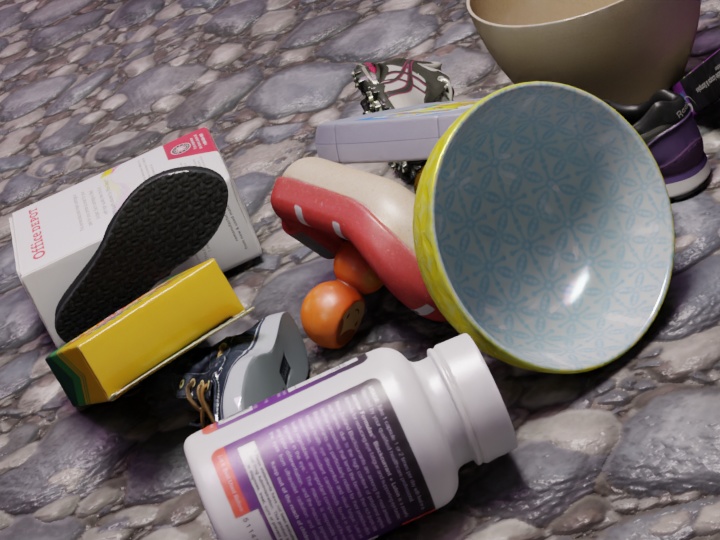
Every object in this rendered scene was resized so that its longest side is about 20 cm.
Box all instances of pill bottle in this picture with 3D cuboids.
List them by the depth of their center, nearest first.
[{"bbox_3d":[-0.004,0.119,1.191,0.199,0.112,0.112,-24,28,-3],"label":"pill bottle"}]

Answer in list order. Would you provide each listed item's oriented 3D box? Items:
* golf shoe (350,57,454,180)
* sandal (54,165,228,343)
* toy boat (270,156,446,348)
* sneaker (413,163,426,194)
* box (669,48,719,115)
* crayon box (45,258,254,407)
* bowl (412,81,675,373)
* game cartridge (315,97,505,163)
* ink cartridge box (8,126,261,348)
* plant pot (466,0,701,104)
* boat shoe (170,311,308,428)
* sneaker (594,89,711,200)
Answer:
[{"bbox_3d":[0.049,-0.149,1.656,0.087,0.078,0.200,-16,28,-3],"label":"golf shoe"},{"bbox_3d":[-0.187,-0.019,1.530,0.200,0.075,0.048,-46,24,19],"label":"sandal"},{"bbox_3d":[0.000,0.000,1.415,0.199,0.130,0.131,21,80,53],"label":"toy boat"},{"bbox_3d":[0.130,-0.055,1.399,0.199,0.079,0.082,2,7,34],"label":"sneaker"},{"bbox_3d":[0.335,-0.183,1.444,0.142,0.036,0.200,-28,-2,-10],"label":"box"},{"bbox_3d":[-0.164,0.049,1.411,0.126,0.051,0.200,-33,5,-19],"label":"crayon box"},{"bbox_3d":[0.111,-0.023,1.298,0.200,0.201,0.107,-38,9,-26],"label":"bowl"},{"bbox_3d":[0.063,-0.110,1.429,0.133,0.041,0.199,-20,13,-40],"label":"game cartridge"},{"bbox_3d":[-0.200,-0.033,1.623,0.199,0.086,0.148,-26,26,-1],"label":"ink cartridge box"},{"bbox_3d":[0.204,-0.199,1.563,0.199,0.135,0.201,-17,29,10],"label":"plant pot"},{"bbox_3d":[-0.096,0.095,1.335,0.090,0.071,0.200,-22,12,12],"label":"boat shoe"},{"bbox_3d":[0.172,-0.096,1.458,0.198,0.088,0.076,-12,30,20],"label":"sneaker"}]
